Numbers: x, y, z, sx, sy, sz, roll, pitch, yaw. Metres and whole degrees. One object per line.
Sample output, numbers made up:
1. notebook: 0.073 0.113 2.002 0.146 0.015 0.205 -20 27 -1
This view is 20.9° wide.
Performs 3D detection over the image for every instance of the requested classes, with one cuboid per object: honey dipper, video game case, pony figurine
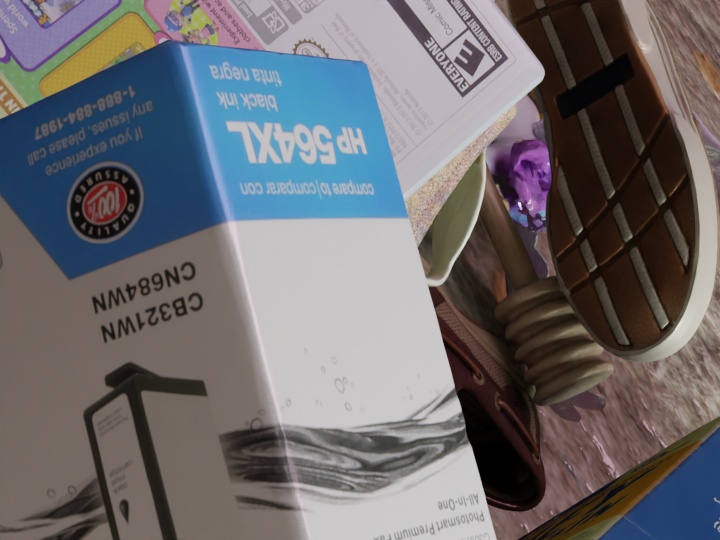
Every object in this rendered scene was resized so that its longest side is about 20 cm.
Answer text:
1. honey dipper: 0.051 -0.037 0.848 0.038 0.038 0.200 3 58 -59
2. video game case: -0.063 -0.087 0.619 0.182 0.022 0.200 -42 98 -22
3. pony figurine: 0.078 -0.050 0.953 0.200 0.167 0.193 18 37 -27

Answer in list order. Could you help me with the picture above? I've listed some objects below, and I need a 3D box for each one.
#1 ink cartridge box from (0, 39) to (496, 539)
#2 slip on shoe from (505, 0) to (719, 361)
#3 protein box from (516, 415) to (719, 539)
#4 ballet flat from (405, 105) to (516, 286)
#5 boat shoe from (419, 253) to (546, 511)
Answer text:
1. ink cartridge box: -0.051 0.061 0.497 0.084 0.146 0.200 -1 73 -57
2. slip on shoe: 0.113 -0.052 0.836 0.061 0.076 0.200 26 43 -51
3. protein box: 0.108 0.185 0.687 0.199 0.135 0.200 57 25 6
4. ballet flat: 0.000 0.000 0.709 0.067 0.200 0.068 40 -15 -33
5. boat shoe: 0.012 0.044 0.787 0.200 0.072 0.072 39 26 -43
